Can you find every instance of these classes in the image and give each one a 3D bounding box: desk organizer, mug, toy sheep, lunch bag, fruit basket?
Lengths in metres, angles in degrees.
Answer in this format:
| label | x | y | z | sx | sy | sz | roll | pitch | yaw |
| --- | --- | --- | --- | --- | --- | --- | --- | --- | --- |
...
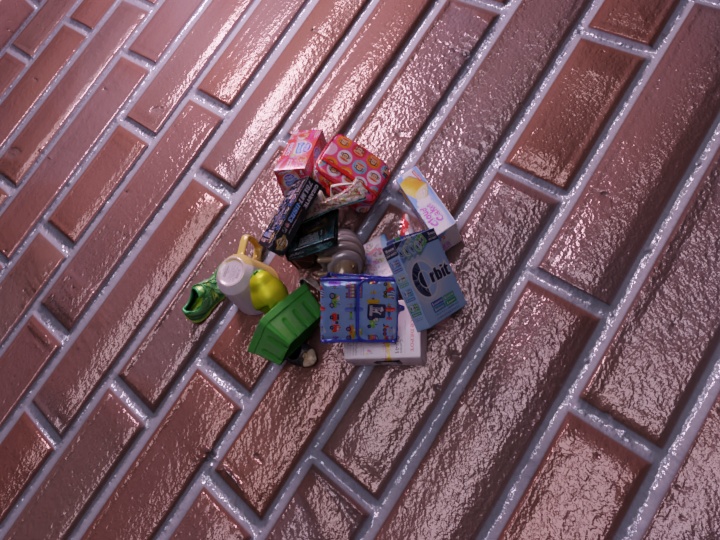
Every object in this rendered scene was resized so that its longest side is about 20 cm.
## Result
| label | x | y | z | sx | sy | sz | roll | pitch | yaw |
| --- | --- | --- | --- | --- | --- | --- | --- | --- | --- |
| desk organizer | -0.136 | -0.108 | 1.468 | 0.075 | 0.072 | 0.205 | 5 | 73 | 17 |
| mug | -0.326 | 0.014 | 1.440 | 0.147 | 0.153 | 0.189 | -31 | 64 | 5 |
| toy sheep | -0.051 | -0.043 | 1.354 | 0.135 | 0.139 | 0.203 | -19 | 45 | 10 |
| lunch bag | 0.008 | 0.089 | 1.231 | 0.194 | 0.094 | 0.155 | 1 | 98 | 9 |
| fruit basket | -0.217 | 0.103 | 1.326 | 0.217 | 0.212 | 0.157 | 53 | 134 | 26 |
| lunch bag | -0.032 | -0.258 | 1.434 | 0.198 | 0.082 | 0.178 | 33 | 63 | -2 |

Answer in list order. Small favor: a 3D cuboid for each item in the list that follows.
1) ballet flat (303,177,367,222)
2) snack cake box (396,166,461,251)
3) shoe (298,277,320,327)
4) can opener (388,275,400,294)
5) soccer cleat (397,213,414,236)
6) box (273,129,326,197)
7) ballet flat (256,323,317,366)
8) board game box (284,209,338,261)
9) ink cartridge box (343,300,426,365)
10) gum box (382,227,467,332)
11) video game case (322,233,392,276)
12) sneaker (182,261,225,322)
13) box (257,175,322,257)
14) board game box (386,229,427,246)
| label | x | y | z | sx | sy | sz | roll | pitch | yaw |
| --- | --- | --- | --- | --- | --- | --- | --- | --- | --- |
| ballet flat | -0.078 | -0.186 | 1.355 | 0.196 | 0.076 | 0.065 | -21 | 104 | 2 |
| snack cake box | 0.178 | -0.157 | 1.358 | 0.066 | 0.115 | 0.202 | -32 | 64 | 3 |
| shoe | -0.107 | 0.098 | 1.392 | 0.070 | 0.053 | 0.201 | -38 | 64 | 1 |
| can opener | 0.034 | 0.041 | 1.308 | 0.194 | 0.067 | 0.054 | -10 | 111 | 1 |
| soccer cleat | 0.144 | -0.051 | 1.362 | 0.083 | 0.069 | 0.205 | -6 | 72 | 6 |
| box | -0.164 | -0.311 | 1.498 | 0.097 | 0.097 | 0.203 | 0 | 46 | 17 |
| ballet flat | -0.201 | 0.200 | 1.385 | 0.197 | 0.057 | 0.068 | 24 | 80 | 24 |
| board game box | -0.123 | -0.103 | 1.347 | 0.132 | 0.029 | 0.202 | -17 | 30 | 10 |
| ink cartridge box | 0.063 | 0.156 | 1.299 | 0.195 | 0.086 | 0.151 | -5 | 69 | 18 |
| gum box | 0.153 | 0.017 | 1.209 | 0.044 | 0.168 | 0.204 | -27 | 85 | 44 |
| video game case | 0.000 | 0.000 | 1.393 | 0.197 | 0.018 | 0.145 | -27 | 49 | 7 |
| sneaker | -0.435 | 0.060 | 1.497 | 0.073 | 0.084 | 0.202 | 31 | 82 | 25 |
| box | -0.183 | -0.138 | 1.329 | 0.049 | 0.199 | 0.202 | 29 | 86 | -18 |
| board game box | 0.150 | 0.009 | 1.269 | 0.034 | 0.134 | 0.204 | -26 | 84 | 45 |
